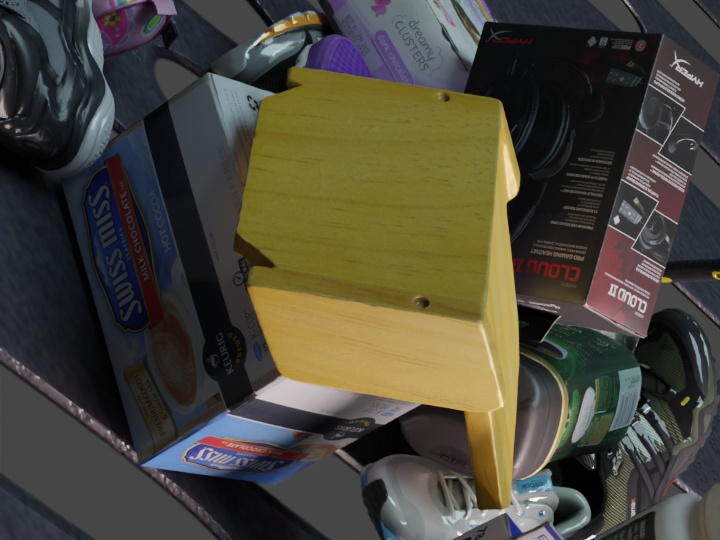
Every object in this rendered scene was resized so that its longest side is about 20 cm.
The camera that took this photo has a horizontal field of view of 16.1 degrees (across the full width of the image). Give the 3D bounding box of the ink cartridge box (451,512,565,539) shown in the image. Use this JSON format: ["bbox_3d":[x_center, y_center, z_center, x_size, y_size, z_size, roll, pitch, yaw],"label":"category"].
[{"bbox_3d":[0.064,0.206,1.467,0.100,0.200,0.039,51,32,-16],"label":"ink cartridge box"}]

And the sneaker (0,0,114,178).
[{"bbox_3d":[-0.214,-0.156,1.506,0.114,0.075,0.201,17,51,-55],"label":"sneaker"}]

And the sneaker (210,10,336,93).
[{"bbox_3d":[-0.032,-0.128,1.783,0.200,0.078,0.078,1,66,-59],"label":"sneaker"}]

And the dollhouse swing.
[{"bbox_3d":[0.015,0.020,1.469,0.181,0.176,0.200,9,41,-2],"label":"dollhouse swing"}]

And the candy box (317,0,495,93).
[{"bbox_3d":[0.057,-0.147,1.804,0.200,0.071,0.168,29,30,-61],"label":"candy box"}]

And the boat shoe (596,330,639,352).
[{"bbox_3d":[0.130,0.015,1.827,0.202,0.074,0.065,48,52,-36],"label":"boat shoe"}]

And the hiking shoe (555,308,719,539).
[{"bbox_3d":[0.189,0.117,1.816,0.100,0.076,0.201,25,80,-41],"label":"hiking shoe"}]

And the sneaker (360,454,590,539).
[{"bbox_3d":[0.080,0.150,1.675,0.200,0.086,0.075,16,52,-51],"label":"sneaker"}]

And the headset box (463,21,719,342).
[{"bbox_3d":[0.128,-0.051,1.635,0.077,0.148,0.201,27,77,-46],"label":"headset box"}]

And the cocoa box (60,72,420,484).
[{"bbox_3d":[-0.071,0.009,1.516,0.133,0.131,0.201,15,50,-52],"label":"cocoa box"}]

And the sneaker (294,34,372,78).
[{"bbox_3d":[0.021,-0.074,1.619,0.080,0.088,0.201,20,42,-47],"label":"sneaker"}]

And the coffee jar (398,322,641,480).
[{"bbox_3d":[0.105,0.084,1.673,0.104,0.086,0.200,21,11,23],"label":"coffee jar"}]

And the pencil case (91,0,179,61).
[{"bbox_3d":[-0.185,-0.229,1.621,0.087,0.087,0.201,-1,62,-59],"label":"pencil case"}]

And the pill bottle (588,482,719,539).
[{"bbox_3d":[0.196,0.217,1.673,0.114,0.200,0.114,39,33,-32],"label":"pill bottle"}]

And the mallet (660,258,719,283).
[{"bbox_3d":[0.198,-0.004,1.845,0.066,0.200,0.041,41,64,-19],"label":"mallet"}]
